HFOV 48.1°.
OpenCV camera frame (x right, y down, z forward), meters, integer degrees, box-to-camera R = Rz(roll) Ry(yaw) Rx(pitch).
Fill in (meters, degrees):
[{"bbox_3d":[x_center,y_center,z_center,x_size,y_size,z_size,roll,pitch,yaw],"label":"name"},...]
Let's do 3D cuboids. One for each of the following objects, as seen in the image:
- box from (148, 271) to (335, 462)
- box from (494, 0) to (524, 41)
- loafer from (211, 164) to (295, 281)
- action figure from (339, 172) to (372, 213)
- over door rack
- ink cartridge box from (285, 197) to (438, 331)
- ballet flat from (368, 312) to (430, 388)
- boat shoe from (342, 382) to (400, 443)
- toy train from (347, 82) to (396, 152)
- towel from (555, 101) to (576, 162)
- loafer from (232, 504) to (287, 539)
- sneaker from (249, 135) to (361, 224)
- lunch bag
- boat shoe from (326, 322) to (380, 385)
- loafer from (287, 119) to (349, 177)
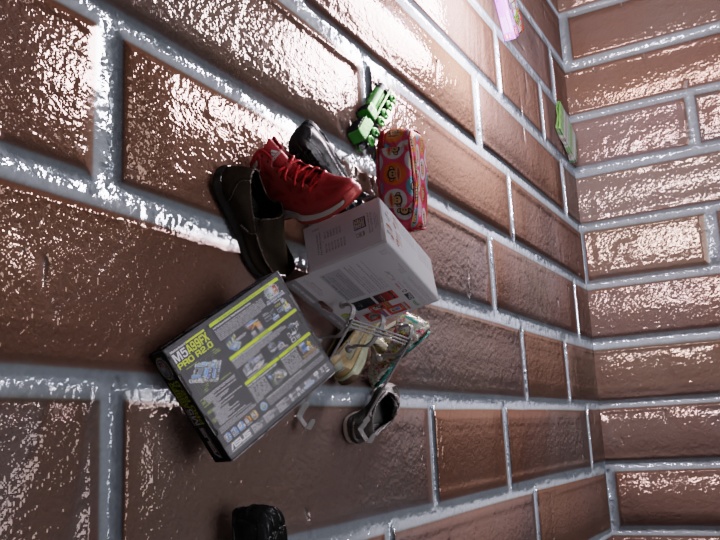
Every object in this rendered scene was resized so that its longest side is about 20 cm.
[{"bbox_3d":[-0.143,0.119,1.027,0.200,0.044,0.161,-38,101,-38],"label":"box"},{"bbox_3d":[0.464,-0.841,2.548,0.137,0.039,0.201,-50,125,-54],"label":"box"},{"bbox_3d":[-0.141,-0.063,1.157,0.201,0.071,0.073,62,33,-31],"label":"loafer"},{"bbox_3d":[-0.023,-0.055,1.329,0.102,0.118,0.201,-88,162,-55],"label":"action figure"},{"bbox_3d":[-0.013,0.158,1.267,0.147,0.066,0.202,21,92,-39],"label":"over door rack"},{"bbox_3d":[0.000,0.000,1.242,0.200,0.174,0.084,45,30,-51],"label":"ink cartridge box"},{"bbox_3d":[0.055,0.131,1.394,0.064,0.200,0.076,43,45,6],"label":"ballet flat"},{"bbox_3d":[0.038,0.250,1.415,0.200,0.057,0.068,-28,107,-61],"label":"boat shoe"},{"bbox_3d":[0.023,-0.303,1.569,0.057,0.041,0.201,52,38,-26],"label":"toy train"},{"bbox_3d":[0.779,-0.524,3.067,0.200,0.030,0.150,49,39,-42],"label":"towel"},{"bbox_3d":[-0.129,0.401,1.032,0.068,0.070,0.203,-5,91,-63],"label":"loafer"},{"bbox_3d":[-0.094,-0.133,1.150,0.078,0.199,0.116,-49,120,-36],"label":"sneaker"},{"bbox_3d":[0.090,-0.175,1.585,0.176,0.081,0.202,-9,97,-72],"label":"lunch bag"},{"bbox_3d":[-0.011,0.095,1.367,0.076,0.071,0.201,46,40,-24],"label":"boat shoe"},{"bbox_3d":[-0.049,-0.164,1.361,0.201,0.068,0.071,55,45,-33],"label":"loafer"}]
